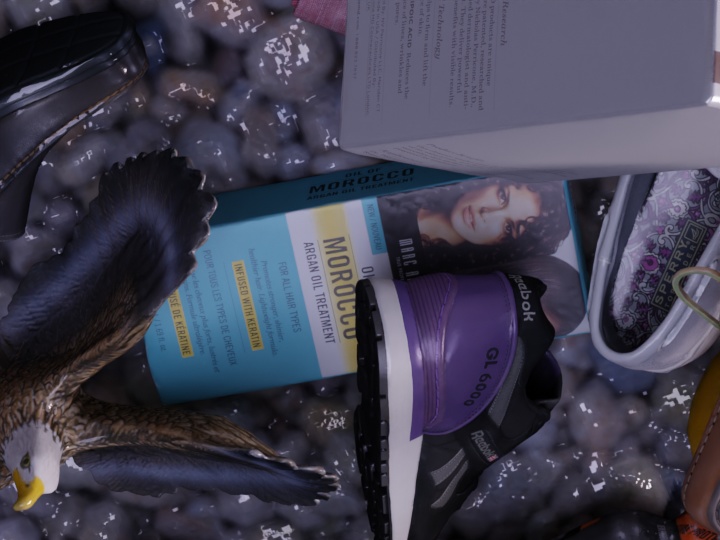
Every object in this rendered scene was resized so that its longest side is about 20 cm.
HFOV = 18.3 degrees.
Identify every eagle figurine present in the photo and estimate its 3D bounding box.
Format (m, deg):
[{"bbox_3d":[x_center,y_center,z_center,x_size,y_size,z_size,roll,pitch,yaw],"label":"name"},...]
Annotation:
[{"bbox_3d":[-0.118,0.055,0.959,0.199,0.152,0.152,-24,145,10],"label":"eagle figurine"}]

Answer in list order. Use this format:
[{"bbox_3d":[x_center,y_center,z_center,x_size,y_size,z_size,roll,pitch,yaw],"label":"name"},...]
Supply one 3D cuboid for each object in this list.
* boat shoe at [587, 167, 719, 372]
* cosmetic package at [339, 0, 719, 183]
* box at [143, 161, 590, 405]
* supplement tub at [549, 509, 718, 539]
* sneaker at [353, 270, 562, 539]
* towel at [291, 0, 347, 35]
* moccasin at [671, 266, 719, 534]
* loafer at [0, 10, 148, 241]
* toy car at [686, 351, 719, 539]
[{"bbox_3d":[0.142,-0.053,0.926,0.072,0.068,0.201,29,103,20],"label":"boat shoe"},{"bbox_3d":[0.095,-0.083,0.849,0.112,0.199,0.082,8,82,-42],"label":"cosmetic package"},{"bbox_3d":[0.000,0.000,1.000,0.199,0.049,0.083,-10,109,7],"label":"box"},{"bbox_3d":[0.092,0.188,1.024,0.199,0.123,0.123,-25,107,12],"label":"supplement tub"},{"bbox_3d":[0.045,0.071,0.974,0.087,0.076,0.200,-9,149,-7],"label":"sneaker"},{"bbox_3d":[0.086,-0.137,0.960,0.199,0.023,0.145,22,110,-5],"label":"towel"},{"bbox_3d":[0.174,0.008,0.889,0.073,0.078,0.202,22,86,-44],"label":"moccasin"},{"bbox_3d":[-0.169,-0.047,0.988,0.199,0.073,0.072,-27,115,22],"label":"loafer"},{"bbox_3d":[0.249,0.067,0.956,0.199,0.176,0.150,-11,154,37],"label":"toy car"}]
